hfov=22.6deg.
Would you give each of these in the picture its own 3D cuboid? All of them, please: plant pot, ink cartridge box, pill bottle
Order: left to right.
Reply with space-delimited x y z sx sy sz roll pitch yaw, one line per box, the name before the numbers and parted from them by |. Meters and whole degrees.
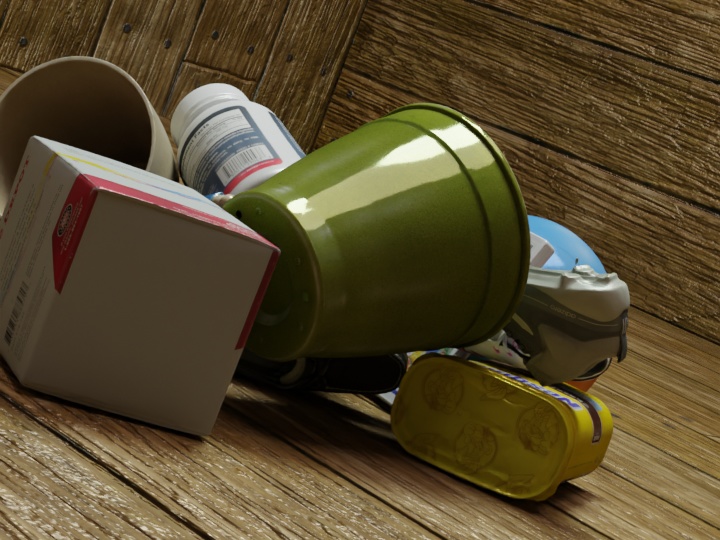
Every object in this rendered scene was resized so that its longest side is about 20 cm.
plant pot | -0.262 -0.094 1.839 0.187 0.188 0.200 23 -8 19
ink cartridge box | -0.174 0.006 1.284 0.144 0.146 0.200 18 7 -26
pill bottle | -0.117 -0.101 1.811 0.119 0.120 0.200 16 25 -36
plant pot | -0.007 -0.015 1.389 0.193 0.201 0.200 -16 31 -41

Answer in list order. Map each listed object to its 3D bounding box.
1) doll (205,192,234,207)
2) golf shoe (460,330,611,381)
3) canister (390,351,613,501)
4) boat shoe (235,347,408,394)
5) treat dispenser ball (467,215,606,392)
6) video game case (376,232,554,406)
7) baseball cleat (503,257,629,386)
doll | -0.170 -0.027 1.688 0.048 0.136 0.200 45 11 -20
golf shoe | 0.121 0.041 1.538 0.200 0.073 0.092 16 3 -5
canister | 0.125 0.127 1.511 0.148 0.087 0.200 22 5 19
boat shoe | -0.055 0.071 1.504 0.200 0.072 0.066 16 20 -12
treat dispenser ball | 0.148 0.046 1.744 0.200 0.201 0.201 21 6 -2
video game case | 0.072 0.032 1.644 0.018 0.200 0.143 44 -7 -35
baseball cleat | 0.125 0.039 1.463 0.200 0.107 0.070 9 14 40
